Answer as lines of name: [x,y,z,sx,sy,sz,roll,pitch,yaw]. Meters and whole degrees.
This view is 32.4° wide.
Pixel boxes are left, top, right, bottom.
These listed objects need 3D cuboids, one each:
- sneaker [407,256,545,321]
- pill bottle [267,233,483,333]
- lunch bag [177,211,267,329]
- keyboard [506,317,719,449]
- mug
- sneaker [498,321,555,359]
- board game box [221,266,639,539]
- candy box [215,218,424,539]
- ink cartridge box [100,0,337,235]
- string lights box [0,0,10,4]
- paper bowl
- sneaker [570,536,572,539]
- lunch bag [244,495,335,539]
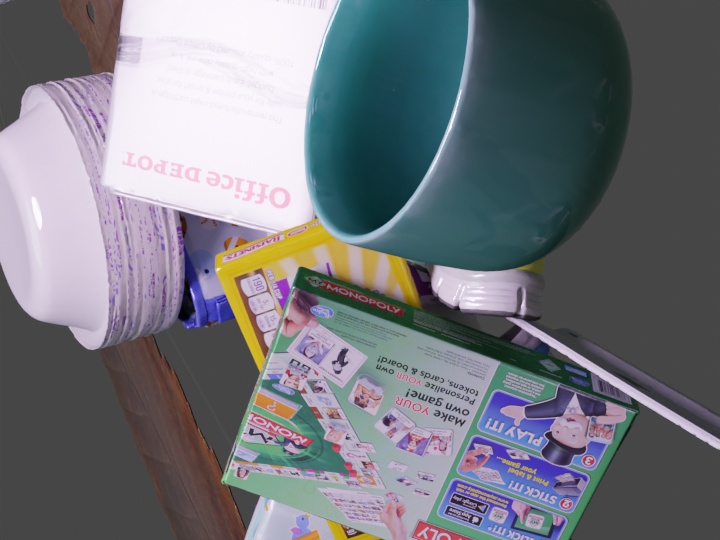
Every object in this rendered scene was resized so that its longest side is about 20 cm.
sneaker: [0.061,-0.041,0.738,0.200,0.077,0.091,-141,57,-62]
pill bottle: [0.000,0.000,0.855,0.113,0.111,0.201,95,156,-51]
lunch bag: [-0.097,-0.049,0.994,0.201,0.168,0.125,53,151,34]
keyboard: [0.142,0.060,0.630,0.200,0.056,0.011,34,105,60]
mug: [0.057,-0.092,0.594,0.152,0.113,0.187,-21,61,58]
sneaker: [0.092,0.108,0.789,0.087,0.075,0.200,50,161,13]
board game box: [0.036,0.093,0.693,0.029,0.198,0.136,-80,11,-64]
candy box: [0.000,0.064,0.718,0.026,0.101,0.202,-103,-9,-68]
ink cartridge box: [-0.063,-0.134,0.737,0.143,0.084,0.203,14,101,19]
string lights box: [-0.244,-0.304,0.875,0.202,0.102,0.059,71,161,-4]
paper bowl: [-0.214,-0.040,0.930,0.200,0.103,0.203,35,133,51]
sneaker: [0.120,0.221,0.772,0.202,0.073,0.087,67,-166,20]
lunch bag: [-0.036,0.196,0.856,0.160,0.076,0.202,-31,-39,-80]
